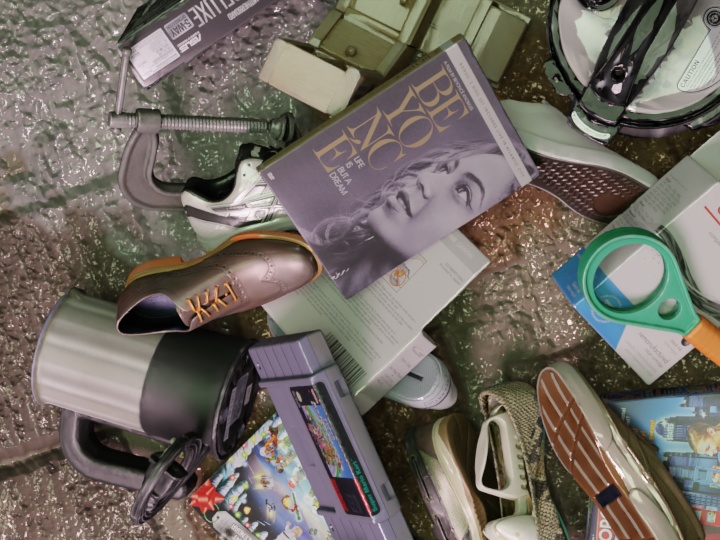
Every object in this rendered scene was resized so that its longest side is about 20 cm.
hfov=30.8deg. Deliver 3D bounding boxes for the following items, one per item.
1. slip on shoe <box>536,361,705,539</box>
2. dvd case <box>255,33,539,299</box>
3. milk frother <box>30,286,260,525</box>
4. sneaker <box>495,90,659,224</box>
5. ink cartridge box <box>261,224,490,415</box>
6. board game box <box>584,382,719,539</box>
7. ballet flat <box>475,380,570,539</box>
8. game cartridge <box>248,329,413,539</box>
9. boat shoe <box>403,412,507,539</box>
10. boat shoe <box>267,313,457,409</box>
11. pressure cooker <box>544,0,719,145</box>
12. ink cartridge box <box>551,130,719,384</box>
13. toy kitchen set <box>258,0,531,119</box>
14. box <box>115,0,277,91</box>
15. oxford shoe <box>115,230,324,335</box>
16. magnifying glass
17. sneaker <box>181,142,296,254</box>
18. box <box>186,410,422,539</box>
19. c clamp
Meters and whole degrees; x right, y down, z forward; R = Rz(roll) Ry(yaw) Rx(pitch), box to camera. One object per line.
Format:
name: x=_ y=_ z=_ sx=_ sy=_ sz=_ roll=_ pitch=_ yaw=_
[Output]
slip on shoe: x=0.223 y=0.162 z=1.112 sx=0.060 sy=0.076 sz=0.200 roll=-26 pitch=75 yaw=-28
dvd case: x=0.035 y=-0.083 z=1.091 sx=0.200 sy=0.016 sz=0.149 roll=-33 pitch=121 yaw=1
milk frother: x=-0.213 y=0.122 z=1.184 sx=0.188 sy=0.200 sz=0.181 roll=14 pitch=87 yaw=11
sneaker: x=0.190 y=-0.108 z=1.165 sx=0.200 sy=0.085 sz=0.073 roll=23 pitch=140 yaw=-8
ink cartridge box: x=0.000 y=0.000 z=1.178 sx=0.176 sy=0.045 sz=0.200 roll=-44 pitch=58 yaw=2
board game box: x=0.259 y=0.183 z=1.163 sx=0.199 sy=0.062 sz=0.201 roll=8 pitch=94 yaw=13
ballet flat: x=0.137 y=0.197 z=1.163 sx=0.075 sy=0.068 sz=0.201 roll=1 pitch=72 yaw=-31
game cartridge: x=-0.029 y=0.150 z=1.140 sx=0.038 sy=0.130 sz=0.200 roll=-25 pitch=94 yaw=-21
boat shoe: x=0.098 y=0.227 z=1.199 sx=0.065 sy=0.073 sz=0.201 roll=-15 pitch=96 yaw=36
boat shoe: x=0.000 y=0.082 z=1.208 sx=0.200 sy=0.067 sz=0.074 roll=29 pitch=81 yaw=31
pressure cooker: x=0.239 y=-0.197 z=1.083 sx=0.178 sy=0.200 sz=0.176 roll=-12 pitch=89 yaw=11
ink cartridge box: x=0.281 y=-0.013 z=1.126 sx=0.200 sy=0.068 sz=0.116 roll=-43 pitch=115 yaw=10
toy kitchen set: x=0.047 y=-0.217 z=1.131 sx=0.163 sy=0.180 sz=0.200 roll=28 pitch=101 yaw=8
box: x=-0.119 y=-0.254 z=1.175 sx=0.200 sy=0.158 sz=0.050 roll=-32 pitch=110 yaw=10
oxford shoe: x=-0.124 y=0.021 z=1.147 sx=0.200 sy=0.073 sz=0.071 roll=-16 pitch=120 yaw=23
magnifying glass: x=0.263 y=0.035 z=1.095 sx=0.200 sy=0.022 sz=0.080 roll=35 pitch=105 yaw=-24
sneaker: x=-0.068 y=-0.081 z=1.155 sx=0.200 sy=0.076 sz=0.088 roll=-26 pitch=115 yaw=12
box: x=-0.049 y=0.243 z=1.240 sx=0.200 sy=0.040 sz=0.137 roll=46 pitch=101 yaw=6
c clamp: x=-0.136 y=-0.112 z=1.175 sx=0.199 sy=0.027 sz=0.171 roll=4 pitch=132 yaw=-26
